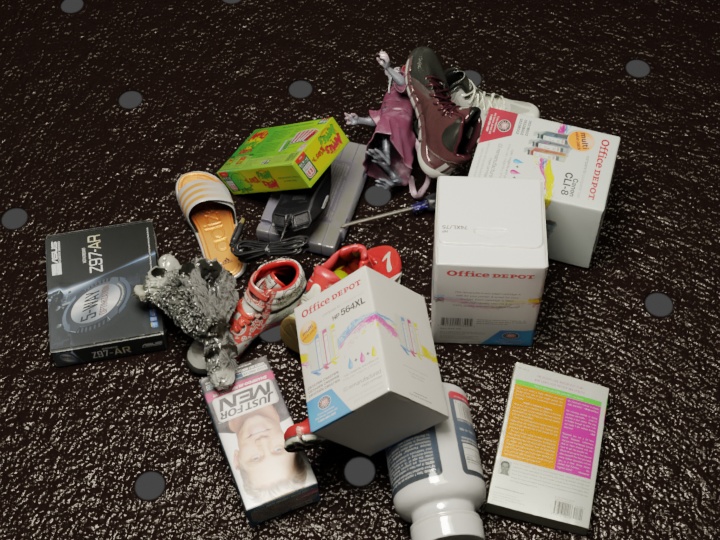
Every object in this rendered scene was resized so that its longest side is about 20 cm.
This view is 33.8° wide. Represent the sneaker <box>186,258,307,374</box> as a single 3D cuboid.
[{"bbox_3d":[-0.160,0.057,1.636,0.201,0.108,0.067,-31,61,-17],"label":"sneaker"}]

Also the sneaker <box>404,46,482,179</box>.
[{"bbox_3d":[0.131,-0.241,1.714,0.075,0.115,0.202,-4,81,-35],"label":"sneaker"}]

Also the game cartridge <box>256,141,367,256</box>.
[{"bbox_3d":[-0.066,-0.117,1.793,0.129,0.038,0.201,16,58,7],"label":"game cartridge"}]

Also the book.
[{"bbox_3d":[0.247,0.232,1.552,0.132,0.048,0.201,13,59,7],"label":"book"}]

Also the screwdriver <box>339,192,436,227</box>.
[{"bbox_3d":[0.062,-0.087,1.767,0.199,0.029,0.028,-18,55,-13],"label":"screwdriver"}]

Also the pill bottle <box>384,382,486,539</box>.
[{"bbox_3d":[0.094,0.255,1.495,0.118,0.120,0.201,-7,57,-3],"label":"pill bottle"}]

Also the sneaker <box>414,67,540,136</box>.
[{"bbox_3d":[0.184,-0.254,1.826,0.199,0.116,0.076,-3,56,-1],"label":"sneaker"}]

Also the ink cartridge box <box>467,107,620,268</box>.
[{"bbox_3d":[0.261,-0.120,1.720,0.198,0.145,0.146,14,58,9],"label":"ink cartridge box"}]

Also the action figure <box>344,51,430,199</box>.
[{"bbox_3d":[0.060,-0.232,1.784,0.148,0.134,0.201,22,57,-13],"label":"action figure"}]

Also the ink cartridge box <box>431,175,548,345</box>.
[{"bbox_3d":[0.171,-0.011,1.617,0.145,0.201,0.147,2,57,2],"label":"ink cartridge box"}]

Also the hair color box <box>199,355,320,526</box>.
[{"bbox_3d":[-0.134,0.221,1.557,0.099,0.061,0.201,-20,59,-11],"label":"hair color box"}]

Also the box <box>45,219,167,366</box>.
[{"bbox_3d":[-0.365,0.030,1.697,0.159,0.044,0.201,-8,57,-5],"label":"box"}]

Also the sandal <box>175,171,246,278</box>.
[{"bbox_3d":[-0.217,-0.080,1.756,0.079,0.059,0.208,-19,59,-11],"label":"sandal"}]

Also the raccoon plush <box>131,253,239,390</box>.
[{"bbox_3d":[-0.243,0.070,1.594,0.133,0.096,0.202,-20,61,37],"label":"raccoon plush"}]

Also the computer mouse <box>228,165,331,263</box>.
[{"bbox_3d":[-0.113,-0.080,1.729,0.139,0.046,0.201,-8,44,24],"label":"computer mouse"}]

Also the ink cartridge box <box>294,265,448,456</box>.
[{"bbox_3d":[0.008,0.103,1.472,0.128,0.125,0.201,-31,53,28],"label":"ink cartridge box"}]

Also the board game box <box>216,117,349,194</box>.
[{"bbox_3d":[-0.117,-0.167,1.749,0.199,0.048,0.102,0,45,51],"label":"board game box"}]

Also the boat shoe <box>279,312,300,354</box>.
[{"bbox_3d":[-0.012,0.105,1.624,0.199,0.074,0.066,30,38,12],"label":"boat shoe"}]

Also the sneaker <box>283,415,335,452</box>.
[{"bbox_3d":[-0.047,0.177,1.520,0.077,0.200,0.086,-18,91,26],"label":"sneaker"}]

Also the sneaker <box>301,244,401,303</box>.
[{"bbox_3d":[0.000,0.000,1.646,0.077,0.085,0.200,31,33,22],"label":"sneaker"}]
